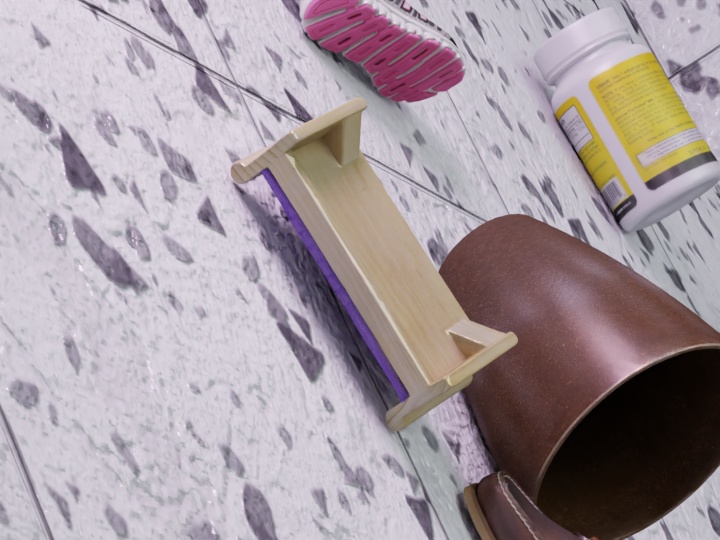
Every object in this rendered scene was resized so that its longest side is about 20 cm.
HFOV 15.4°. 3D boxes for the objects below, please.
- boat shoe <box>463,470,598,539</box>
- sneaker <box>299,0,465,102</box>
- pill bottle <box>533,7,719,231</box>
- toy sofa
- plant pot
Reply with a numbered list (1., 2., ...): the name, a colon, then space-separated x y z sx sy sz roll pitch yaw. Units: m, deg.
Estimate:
1. boat shoe: 0.146 0.209 1.727 0.200 0.070 0.070 55 18 -3
2. sneaker: 0.014 -0.201 2.083 0.200 0.074 0.088 28 39 -49
3. pill bottle: 0.259 -0.149 2.606 0.200 0.114 0.114 60 17 9
4. toy sofa: 0.000 0.000 1.704 0.083 0.097 0.200 -30 88 -49
5. plant pot: 0.141 0.058 1.845 0.200 0.187 0.187 51 11 35
